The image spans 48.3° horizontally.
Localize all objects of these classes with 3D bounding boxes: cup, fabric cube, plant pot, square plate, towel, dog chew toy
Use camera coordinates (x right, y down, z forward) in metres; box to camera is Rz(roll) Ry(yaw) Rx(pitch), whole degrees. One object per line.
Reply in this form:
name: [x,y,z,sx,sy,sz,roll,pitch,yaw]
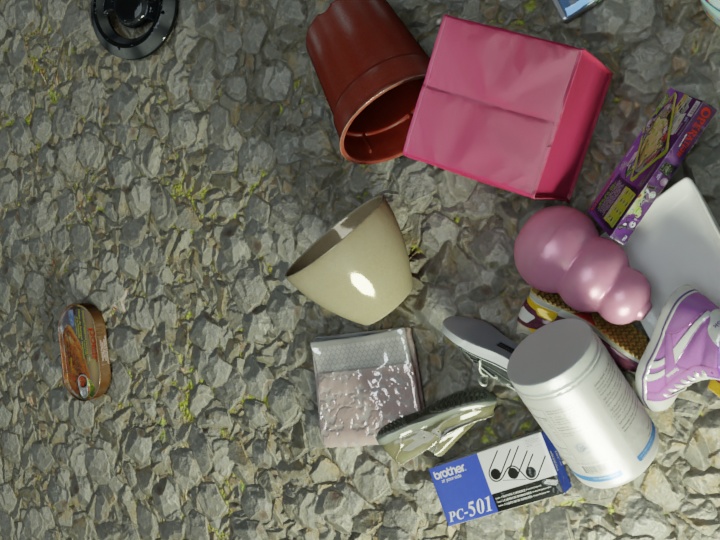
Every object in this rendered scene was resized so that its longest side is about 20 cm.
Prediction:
cup: [0.000,0.000,1.263,0.199,0.201,0.144,-33,102,26]
fabric cube: [0.207,-0.217,1.116,0.198,0.196,0.202,22,102,25]
plant pot: [0.020,-0.303,1.230,0.200,0.200,0.197,-37,67,25]
square plate: [0.420,0.004,1.053,0.202,0.028,0.198,65,155,12]
towel: [0.010,0.197,1.340,0.198,0.032,0.193,-10,88,30]
dog chew toy: [0.310,-0.001,1.106,0.200,0.124,0.125,39,110,23]

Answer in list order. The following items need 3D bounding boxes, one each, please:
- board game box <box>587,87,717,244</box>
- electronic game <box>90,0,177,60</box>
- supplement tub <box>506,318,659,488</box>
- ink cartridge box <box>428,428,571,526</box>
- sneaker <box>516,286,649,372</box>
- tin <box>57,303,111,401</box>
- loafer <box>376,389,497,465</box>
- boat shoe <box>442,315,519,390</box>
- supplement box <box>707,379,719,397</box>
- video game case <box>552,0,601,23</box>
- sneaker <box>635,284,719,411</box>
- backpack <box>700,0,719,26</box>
board game box: [0.382,-0.141,1.068,0.032,0.120,0.201,26,109,-13]
electronic game: [-0.439,-0.510,1.552,0.198,0.042,0.202,1,93,21]
supplement tub: [0.300,0.179,1.075,0.131,0.132,0.201,-26,111,27]
ink cartridge box: [0.210,0.316,1.225,0.199,0.044,0.095,-26,78,28]
sneaker: [0.319,0.101,1.146,0.199,0.075,0.091,33,124,24]
tin: [-0.570,0.168,1.662,0.111,0.042,0.202,-7,89,33]
loafer: [0.125,0.245,1.248,0.198,0.075,0.070,-24,95,15]
boat shoe: [0.203,0.135,1.207,0.198,0.073,0.069,25,123,30]
supplement box: [0.530,0.090,0.971,0.102,0.131,0.202,16,103,-8]
video game case: [0.325,-0.487,1.135,0.181,0.022,0.202,-29,79,27]
sneaker: [0.421,0.130,1.021,0.114,0.072,0.202,47,149,42]
backpack: [0.505,-0.384,0.969,0.175,0.153,0.201,33,114,18]
